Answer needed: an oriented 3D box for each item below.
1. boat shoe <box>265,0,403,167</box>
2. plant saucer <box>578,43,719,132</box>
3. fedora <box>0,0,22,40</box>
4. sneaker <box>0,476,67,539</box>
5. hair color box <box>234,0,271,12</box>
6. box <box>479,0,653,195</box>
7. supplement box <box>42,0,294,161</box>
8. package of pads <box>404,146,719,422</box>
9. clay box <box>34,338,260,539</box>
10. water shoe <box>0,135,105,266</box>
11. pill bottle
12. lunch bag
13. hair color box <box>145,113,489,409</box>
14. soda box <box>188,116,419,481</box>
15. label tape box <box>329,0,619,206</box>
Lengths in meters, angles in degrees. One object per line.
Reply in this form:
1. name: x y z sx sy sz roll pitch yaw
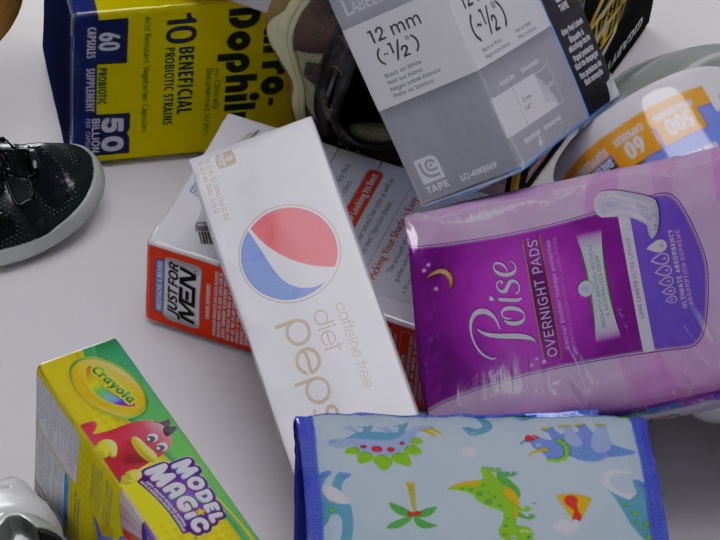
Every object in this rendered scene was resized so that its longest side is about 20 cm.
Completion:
1. boat shoe: 0.003 -0.092 1.549 0.073 0.200 0.065 -41 64 -1
2. plant saucer: 0.223 -0.073 1.643 0.199 0.050 0.200 3 43 -3
3. fedora: -0.282 -0.131 1.623 0.200 0.082 0.201 0 47 0
4. sneaker: -0.236 0.142 1.364 0.199 0.074 0.089 -10 27 -13
5. hair color box: -0.107 -0.218 1.542 0.200 0.111 0.064 20 45 15
6. box: 0.116 -0.153 1.634 0.049 0.160 0.200 22 45 17
7. supplement box: -0.072 -0.142 1.637 0.199 0.109 0.110 -6 45 -12
8. package of pads: 0.124 0.013 1.407 0.199 0.076 0.121 -12 76 14
9. clay box: -0.086 0.140 1.341 0.048 0.115 0.200 -20 50 -25
10. water shoe: -0.228 -0.044 1.540 0.199 0.079 0.072 -13 47 -19
11. pill bottle: 0.191 0.007 1.488 0.112 0.112 0.200 -20 69 -25
12. lunch bag: 0.053 0.156 1.320 0.170 0.128 0.200 1 62 -6
13. hair color box: 0.000 0.000 1.533 0.200 0.064 0.111 19 47 11
14. soda box: -0.021 0.031 1.437 0.068 0.064 0.200 -19 70 -1
15. label tape box: 0.042 -0.148 1.449 0.066 0.200 0.143 -19 8 29
